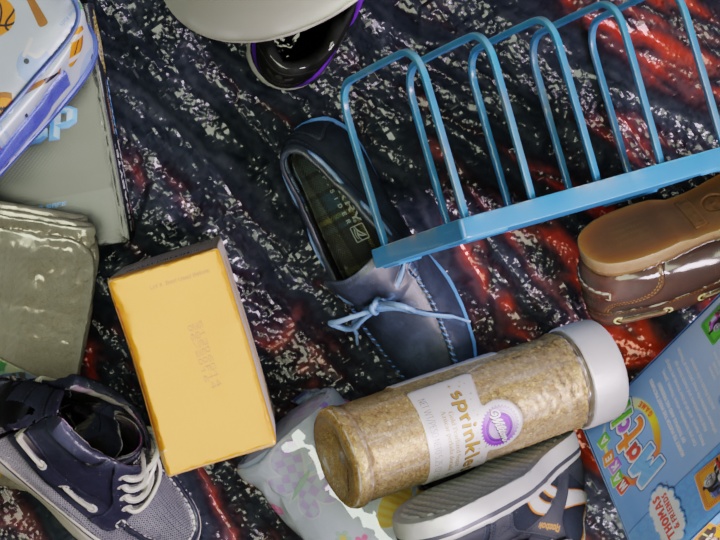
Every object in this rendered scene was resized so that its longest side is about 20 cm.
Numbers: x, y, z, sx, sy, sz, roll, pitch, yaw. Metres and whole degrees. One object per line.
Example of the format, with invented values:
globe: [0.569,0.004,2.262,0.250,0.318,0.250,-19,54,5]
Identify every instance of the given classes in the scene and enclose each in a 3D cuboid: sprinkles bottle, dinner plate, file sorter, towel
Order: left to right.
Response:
towel: [-0.245,0.046,1.699,0.132,0.035,0.201,11,112,-5]
dinner plate: [-0.046,-0.230,1.644,0.199,0.024,0.201,-15,54,21]
sprinkles bottle: [0.071,0.090,1.662,0.199,0.068,0.069,-18,94,-22]
file sorter: [0.107,-0.091,1.627,0.199,0.139,0.123,-15,89,-23]

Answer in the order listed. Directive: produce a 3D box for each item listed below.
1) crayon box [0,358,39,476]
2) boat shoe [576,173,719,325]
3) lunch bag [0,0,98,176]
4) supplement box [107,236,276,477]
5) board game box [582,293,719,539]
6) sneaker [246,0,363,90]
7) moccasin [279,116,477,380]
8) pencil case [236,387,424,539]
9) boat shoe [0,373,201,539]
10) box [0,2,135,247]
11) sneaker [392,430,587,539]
crayon box: [-0.306,0.133,1.689,0.125,0.052,0.200,26,110,-12]
boat shoe: [0.236,-0.019,1.701,0.199,0.071,0.071,-15,131,-4]
lunch bag: [-0.268,-0.116,1.633,0.160,0.076,0.200,36,78,13]
supplement box: [-0.104,0.050,1.641,0.073,0.200,0.127,-17,92,-1]
board game box: [0.235,0.088,1.640,0.037,0.152,0.200,31,115,-31]
sneaker: [-0.013,-0.206,1.671,0.069,0.100,0.201,22,95,-3]
moccasin: [0.000,0.000,1.694,0.080,0.068,0.200,-34,91,27]
pencil case: [0.008,0.173,1.705,0.200,0.083,0.091,48,129,-2]
boat shoe: [-0.153,0.130,1.658,0.200,0.092,0.075,36,60,-37]
box: [-0.258,-0.081,1.712,0.199,0.046,0.160,-9,94,2]
sneaker: [0.092,0.161,1.652,0.078,0.200,0.080,-10,96,33]
